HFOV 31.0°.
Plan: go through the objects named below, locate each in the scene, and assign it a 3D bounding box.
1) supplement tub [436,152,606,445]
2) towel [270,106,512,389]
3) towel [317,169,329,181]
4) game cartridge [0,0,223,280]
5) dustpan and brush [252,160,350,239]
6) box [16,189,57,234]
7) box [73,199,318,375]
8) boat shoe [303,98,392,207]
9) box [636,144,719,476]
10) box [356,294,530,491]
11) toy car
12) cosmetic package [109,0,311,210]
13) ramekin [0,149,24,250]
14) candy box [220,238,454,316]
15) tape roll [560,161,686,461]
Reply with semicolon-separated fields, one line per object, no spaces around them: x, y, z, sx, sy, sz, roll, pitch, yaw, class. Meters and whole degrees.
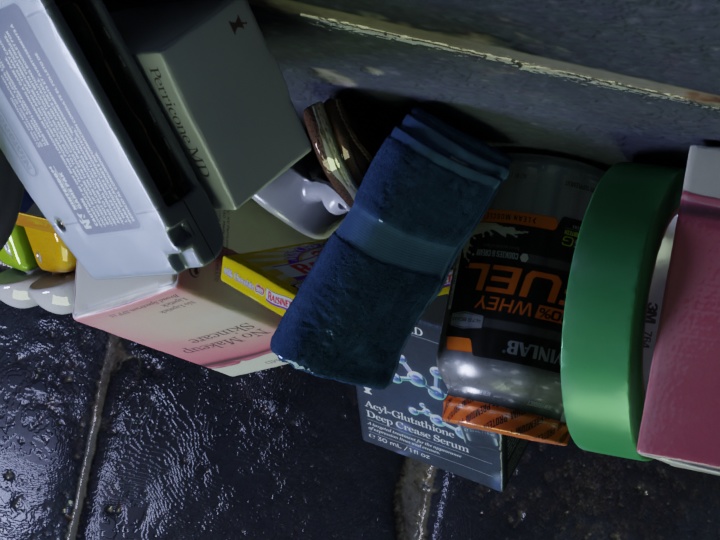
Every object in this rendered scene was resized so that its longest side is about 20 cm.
0.125;0.023;0.968;0.121;0.202;0.123;10;173;1;supplement tub
0.022;-0.010;0.906;0.111;0.201;0.048;17;-162;-50;towel
0.068;-0.052;1.159;0.198;0.035;0.133;10;172;12;towel
-0.164;-0.088;0.724;0.133;0.041;0.201;1;123;53;game cartridge
-0.046;-0.064;1.037;0.139;0.057;0.200;34;-171;-25;dustpan and brush
-0.201;-0.084;0.980;0.198;0.120;0.041;12;165;-13;box
-0.131;0.007;1.125;0.127;0.110;0.199;-16;152;34;box
0.024;-0.079;0.946;0.074;0.075;0.202;-26;157;11;boat shoe
0.257;0.034;0.838;0.108;0.202;0.128;8;173;25;box
0.081;0.077;1.158;0.147;0.107;0.201;17;139;23;box
-0.330;-0.057;1.403;0.149;0.177;0.199;-30;-158;-37;toy car
-0.133;-0.097;0.776;0.199;0.071;0.102;3;127;46;cosmetic package
-0.289;-0.086;0.831;0.104;0.202;0.200;2;172;5;ramekin
0.000;0.000;1.018;0.199;0.027;0.102;-11;-156;-40;candy box
0.192;0.028;0.896;0.048;0.202;0.200;7;172;27;tape roll
